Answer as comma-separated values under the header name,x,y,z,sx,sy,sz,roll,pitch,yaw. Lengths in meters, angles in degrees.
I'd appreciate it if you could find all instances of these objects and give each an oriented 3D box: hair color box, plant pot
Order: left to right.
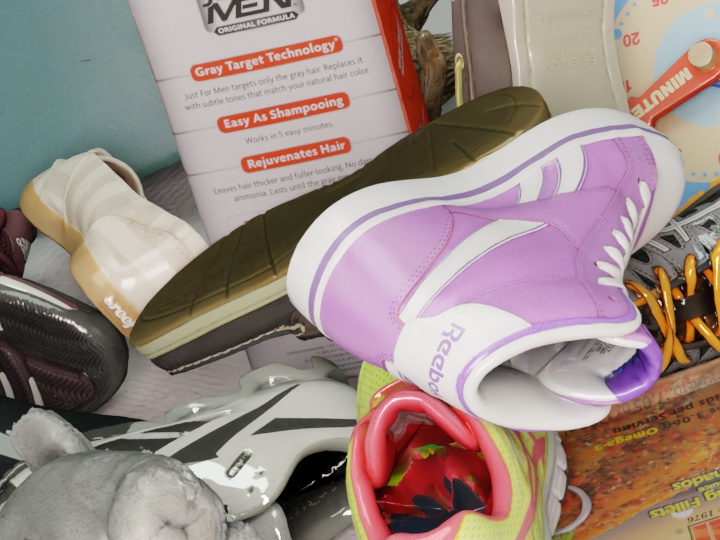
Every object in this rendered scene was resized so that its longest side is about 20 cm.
name,x,y,z,sx,sy,sz,roll,pitch,yaw
plant pot,-0.130,-0.124,1.343,0.199,0.142,0.142,-8,31,28
hair color box,-0.021,-0.052,1.141,0.101,0.201,0.061,-10,31,10

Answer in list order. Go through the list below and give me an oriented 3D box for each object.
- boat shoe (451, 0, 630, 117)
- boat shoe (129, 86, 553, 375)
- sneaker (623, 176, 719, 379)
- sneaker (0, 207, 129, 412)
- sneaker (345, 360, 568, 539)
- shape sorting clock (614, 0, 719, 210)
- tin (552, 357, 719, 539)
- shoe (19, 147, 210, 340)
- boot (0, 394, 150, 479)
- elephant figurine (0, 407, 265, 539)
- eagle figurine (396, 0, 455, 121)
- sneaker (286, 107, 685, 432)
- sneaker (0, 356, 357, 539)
name,x,y,z,sx,sy,sz,roll,pitch,yaw
boat shoe,0.074,-0.069,1.161,0.072,0.201,0.059,-4,0,-26
boat shoe,0.001,-0.001,1.093,0.200,0.066,0.072,-29,22,17
sneaker,0.126,0.013,1.076,0.199,0.079,0.077,-20,10,16
sneaker,-0.167,0.006,1.247,0.199,0.076,0.116,6,35,34
sneaker,0.030,0.066,0.966,0.078,0.091,0.200,-23,32,5
shape sorting clock,0.154,-0.090,1.177,0.199,0.039,0.201,-5,77,23
tin,0.131,0.082,1.012,0.199,0.042,0.112,-18,27,-1
shoe,-0.108,-0.017,1.228,0.053,0.070,0.200,-48,21,1
boot,-0.177,0.043,1.103,0.197,0.163,0.073,-5,34,19
elephant figurine,-0.114,0.162,0.933,0.200,0.142,0.155,-47,11,-17
eagle figurine,0.008,-0.104,1.276,0.150,0.152,0.200,10,37,-31
sneaker,0.078,0.008,0.974,0.114,0.073,0.200,32,36,30
sneaker,-0.069,0.100,1.045,0.199,0.074,0.088,-28,33,-20
